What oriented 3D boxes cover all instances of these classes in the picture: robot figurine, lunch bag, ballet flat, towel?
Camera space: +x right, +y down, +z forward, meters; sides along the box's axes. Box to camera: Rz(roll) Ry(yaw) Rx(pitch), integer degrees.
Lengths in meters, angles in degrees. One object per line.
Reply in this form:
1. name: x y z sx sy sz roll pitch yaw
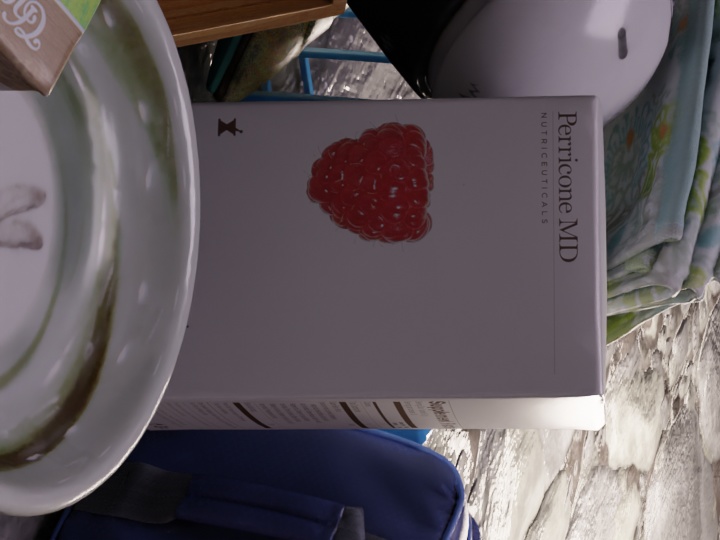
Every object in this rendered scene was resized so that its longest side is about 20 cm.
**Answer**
1. robot figurine: 0.051 -0.145 1.054 0.125 0.200 0.150 -41 158 11
2. lunch bag: -0.034 0.140 1.060 0.133 0.199 0.136 66 42 -55
3. ballet flat: -0.019 -0.166 1.143 0.071 0.070 0.201 47 53 -64
4. towel: 0.122 -0.055 1.103 0.171 0.048 0.201 -34 -146 56

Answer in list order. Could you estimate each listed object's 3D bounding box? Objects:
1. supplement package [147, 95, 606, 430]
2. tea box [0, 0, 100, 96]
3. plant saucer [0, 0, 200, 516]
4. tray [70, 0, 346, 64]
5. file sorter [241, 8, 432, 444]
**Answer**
1. supplement package: 0.000 0.000 0.973 0.120 0.198 0.122 60 30 -79
2. tea box: -0.144 -0.184 0.662 0.200 0.133 0.198 48 57 -43
3. plant saucer: -0.121 -0.020 0.801 0.200 0.050 0.202 2 90 -65
4. tray: -0.093 -0.123 0.844 0.199 0.037 0.099 -15 137 -27
5. file sorter: -0.003 -0.030 1.160 0.200 0.138 0.123 -54 143 -50
